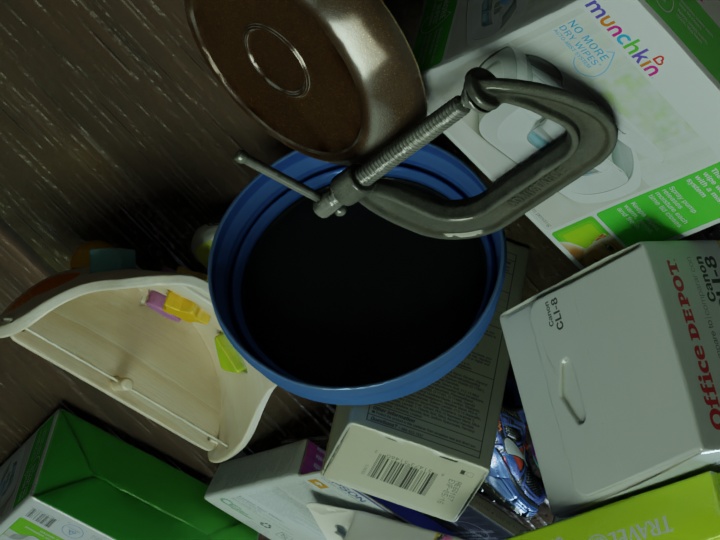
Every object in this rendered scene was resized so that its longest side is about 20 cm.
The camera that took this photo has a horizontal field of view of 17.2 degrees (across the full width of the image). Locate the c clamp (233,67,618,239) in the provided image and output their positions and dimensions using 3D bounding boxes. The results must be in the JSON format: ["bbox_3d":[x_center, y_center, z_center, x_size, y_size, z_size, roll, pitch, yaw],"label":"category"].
[{"bbox_3d":[0.050,-0.069,1.465,0.171,0.027,0.200,28,138,-34],"label":"c clamp"}]

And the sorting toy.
[{"bbox_3d":[-0.129,0.041,1.692,0.200,0.107,0.180,32,160,-21],"label":"sorting toy"}]

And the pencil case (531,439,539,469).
[{"bbox_3d":[0.203,0.182,1.823,0.092,0.085,0.200,-31,129,-1],"label":"pencil case"}]

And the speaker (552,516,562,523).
[{"bbox_3d":[0.235,0.199,1.643,0.199,0.081,0.081,10,143,33],"label":"speaker"}]

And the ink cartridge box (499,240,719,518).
[{"bbox_3d":[0.221,0.070,1.576,0.200,0.146,0.145,-2,160,-41],"label":"ink cartridge box"}]

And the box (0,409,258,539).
[{"bbox_3d":[-0.214,0.233,1.971,0.200,0.097,0.176,29,137,-18],"label":"box"}]

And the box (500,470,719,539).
[{"bbox_3d":[0.167,0.182,1.565,0.200,0.048,0.122,-21,163,25],"label":"box"}]

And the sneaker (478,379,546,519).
[{"bbox_3d":[0.102,0.124,1.794,0.075,0.079,0.200,30,168,33],"label":"sneaker"}]

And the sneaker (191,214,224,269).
[{"bbox_3d":[-0.033,0.025,1.717,0.200,0.077,0.075,29,139,-15],"label":"sneaker"}]

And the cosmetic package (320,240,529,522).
[{"bbox_3d":[0.046,0.061,1.642,0.103,0.200,0.073,20,138,-6],"label":"cosmetic package"}]

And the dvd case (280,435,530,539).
[{"bbox_3d":[0.048,0.184,1.881,0.200,0.016,0.149,35,157,-24],"label":"dvd case"}]

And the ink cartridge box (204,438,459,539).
[{"bbox_3d":[0.004,0.201,1.890,0.196,0.043,0.200,35,152,-22],"label":"ink cartridge box"}]

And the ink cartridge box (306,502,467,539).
[{"bbox_3d":[0.050,0.246,1.808,0.199,0.068,0.117,13,155,21],"label":"ink cartridge box"}]

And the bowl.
[{"bbox_3d":[0.000,0.000,1.589,0.200,0.201,0.039,2,150,13],"label":"bowl"}]

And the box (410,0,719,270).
[{"bbox_3d":[0.159,-0.116,1.495,0.176,0.097,0.200,-22,127,37],"label":"box"}]

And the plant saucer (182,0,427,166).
[{"bbox_3d":[-0.044,-0.139,1.498,0.200,0.032,0.200,35,152,22],"label":"plant saucer"}]
